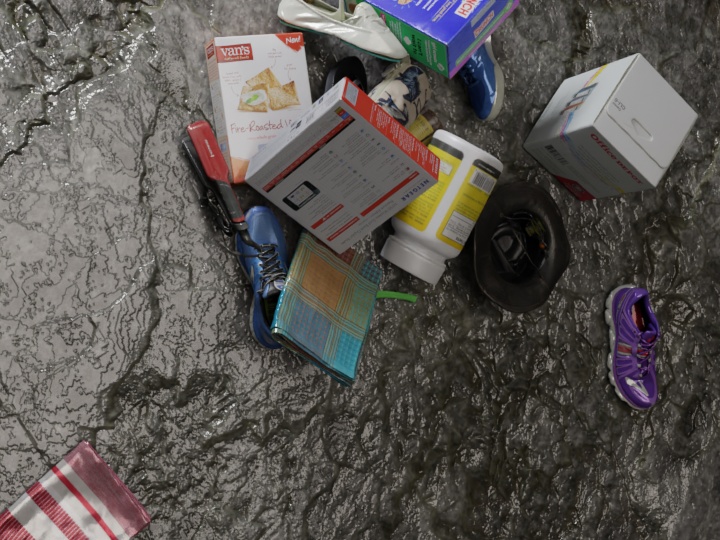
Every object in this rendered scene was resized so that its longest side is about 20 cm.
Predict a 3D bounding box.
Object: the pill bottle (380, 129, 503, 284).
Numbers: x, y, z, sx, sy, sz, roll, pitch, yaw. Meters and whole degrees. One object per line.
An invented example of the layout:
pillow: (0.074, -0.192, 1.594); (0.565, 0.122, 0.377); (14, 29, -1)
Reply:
pill bottle: (0.114, -0.090, 1.604); (0.113, 0.114, 0.202); (26, 95, -20)

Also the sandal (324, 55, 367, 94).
sandal: (-0.024, -0.221, 1.574); (0.076, 0.042, 0.202); (47, 49, -39)

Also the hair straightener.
hair straightener: (-0.190, -0.102, 1.514); (0.041, 0.077, 0.202); (-24, 79, -31)

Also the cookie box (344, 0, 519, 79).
cookie box: (0.101, -0.394, 1.590); (0.199, 0.076, 0.171); (34, 71, 26)

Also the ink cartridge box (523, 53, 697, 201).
ink cartridge box: (0.380, -0.213, 1.692); (0.145, 0.199, 0.145); (40, 74, -17)

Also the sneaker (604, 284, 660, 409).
sneaker: (0.442, 0.124, 1.770); (0.080, 0.083, 0.203); (-12, 94, -22)

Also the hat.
hat: (0.224, -0.034, 1.686); (0.198, 0.081, 0.204); (3, 85, -33)

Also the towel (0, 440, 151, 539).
towel: (-0.389, 0.342, 1.442); (0.200, 0.023, 0.145); (-43, 103, -18)

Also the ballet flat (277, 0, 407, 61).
ballet flat: (-0.023, -0.353, 1.556); (0.197, 0.070, 0.070); (21, 79, 10)

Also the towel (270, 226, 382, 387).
towel: (-0.043, 0.041, 1.520); (0.146, 0.022, 0.202); (35, 50, -24)

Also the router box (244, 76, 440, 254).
router box: (-0.025, -0.133, 1.473); (0.179, 0.199, 0.049); (37, 38, -25)

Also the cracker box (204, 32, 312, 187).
cracker box: (-0.136, -0.225, 1.551); (0.132, 0.058, 0.203); (-9, 91, -24)

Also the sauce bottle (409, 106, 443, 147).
sauce bottle: (0.032, -0.165, 1.616); (0.199, 0.065, 0.065); (-35, 101, -21)

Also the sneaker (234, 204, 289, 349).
sneaker: (-0.119, 0.008, 1.532); (0.078, 0.089, 0.203); (-12, 93, -24)

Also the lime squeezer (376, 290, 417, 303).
lime squeezer: (0.000, 0.000, 1.611); (0.200, 0.038, 0.071); (43, 73, -15)

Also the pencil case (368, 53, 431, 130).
pencil case: (0.026, -0.214, 1.553); (0.201, 0.077, 0.090); (-55, 130, -37)

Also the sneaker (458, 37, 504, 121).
sneaker: (0.148, -0.323, 1.662); (0.110, 0.076, 0.203); (-4, 85, -29)
